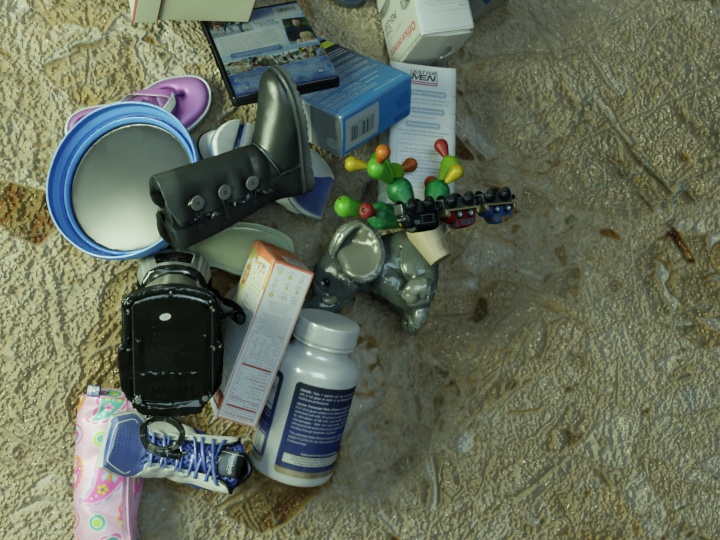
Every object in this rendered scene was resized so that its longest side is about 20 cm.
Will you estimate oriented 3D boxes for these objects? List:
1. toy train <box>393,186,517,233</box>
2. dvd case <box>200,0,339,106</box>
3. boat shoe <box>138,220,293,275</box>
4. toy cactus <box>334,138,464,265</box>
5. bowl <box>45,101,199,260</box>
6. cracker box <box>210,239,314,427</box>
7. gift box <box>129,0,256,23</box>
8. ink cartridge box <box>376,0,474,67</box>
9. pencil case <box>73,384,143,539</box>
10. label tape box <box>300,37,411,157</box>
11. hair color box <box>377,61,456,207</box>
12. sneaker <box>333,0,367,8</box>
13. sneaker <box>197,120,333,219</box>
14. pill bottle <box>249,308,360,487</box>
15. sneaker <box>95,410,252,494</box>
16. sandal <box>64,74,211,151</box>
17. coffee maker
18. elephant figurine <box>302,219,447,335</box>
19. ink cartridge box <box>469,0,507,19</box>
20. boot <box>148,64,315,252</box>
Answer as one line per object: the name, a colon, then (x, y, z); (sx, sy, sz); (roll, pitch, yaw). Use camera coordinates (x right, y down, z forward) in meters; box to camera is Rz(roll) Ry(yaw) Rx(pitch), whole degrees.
toy train: (0.123, -0.074, 1.106); (0.198, 0.034, 0.046); (-10, 92, -36)
dvd case: (-0.124, -0.291, 1.176); (0.141, 0.018, 0.201); (-14, 48, -13)
boat shoe: (-0.188, -0.034, 1.162); (0.198, 0.061, 0.073); (0, 106, -13)
toy cactus: (0.069, -0.089, 1.131); (0.199, 0.102, 0.166); (-21, 76, -39)
bowl: (-0.291, -0.109, 1.104); (0.198, 0.039, 0.204); (-2, 77, 10)
cracker box: (-0.129, 0.074, 1.097); (0.057, 0.134, 0.202); (20, 96, -20)
gift box: (-0.232, -0.442, 1.144); (0.184, 0.185, 0.202); (-6, 65, -23)
ink cartridge box: (0.079, -0.396, 1.234); (0.084, 0.146, 0.203); (-12, 85, -16)
pencil case: (-0.305, 0.243, 1.086); (0.086, 0.087, 0.203); (3, 82, -13)
label tape box: (-0.051, -0.240, 1.190); (0.199, 0.067, 0.143); (28, 48, 32)
hair color box: (0.079, -0.184, 1.250); (0.098, 0.061, 0.203); (3, 82, -13)
sneaker: (-0.050, -0.465, 1.246); (0.070, 0.082, 0.201); (-35, 92, -16)
sneaker: (-0.137, -0.142, 1.177); (0.198, 0.115, 0.081); (26, 82, -40)
pill bottle: (-0.064, 0.156, 1.111); (0.110, 0.111, 0.202); (13, 102, -11)
sneaker: (-0.202, 0.217, 1.056); (0.198, 0.114, 0.082); (27, 65, -43)
sandal: (-0.288, -0.203, 1.169); (0.201, 0.050, 0.083); (-25, 89, -15)
coffee maker: (-0.229, 0.084, 1.048); (0.133, 0.200, 0.194); (23, 97, -14)
elephant figurine: (0.000, 0.000, 1.173); (0.197, 0.143, 0.156); (14, 38, -2)
ink cartridge box: (0.156, -0.483, 1.265); (0.084, 0.145, 0.201); (-32, 91, -17)
boot: (-0.157, -0.134, 1.042); (0.198, 0.065, 0.167); (-24, 116, -23)
